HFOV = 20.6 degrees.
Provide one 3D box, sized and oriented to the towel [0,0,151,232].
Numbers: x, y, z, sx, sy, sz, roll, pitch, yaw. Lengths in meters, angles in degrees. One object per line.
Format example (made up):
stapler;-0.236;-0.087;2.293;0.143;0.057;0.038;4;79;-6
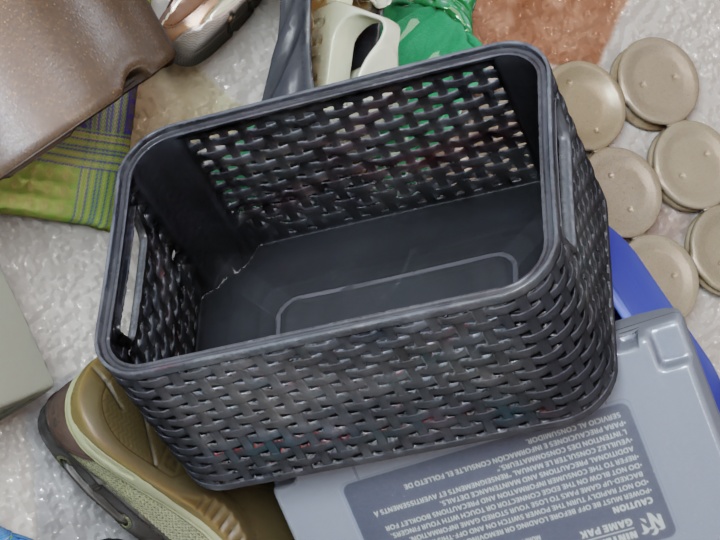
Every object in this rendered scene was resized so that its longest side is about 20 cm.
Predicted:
towel;-0.173;-0.124;0.966;0.142;0.023;0.202;8;75;-19

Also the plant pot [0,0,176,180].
plant pot;-0.194;-0.132;0.855;0.200;0.200;0.199;-37;99;-23

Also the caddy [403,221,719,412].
caddy;0.087;0.065;0.934;0.201;0.141;0.105;54;25;-3

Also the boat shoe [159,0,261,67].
boat shoe;-0.061;-0.188;0.999;0.071;0.076;0.201;31;60;-6

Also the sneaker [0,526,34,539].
sneaker;-0.189;0.195;0.857;0.104;0.076;0.202;21;80;-24

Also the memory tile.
memory tile;0.116;-0.031;1.051;0.199;0.017;0.154;-22;85;-22

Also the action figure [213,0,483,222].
action figure;0.002;-0.068;0.990;0.118;0.055;0.201;32;73;13

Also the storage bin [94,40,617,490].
storage bin;0.000;0.000;0.840;0.198;0.094;0.136;-13;49;18

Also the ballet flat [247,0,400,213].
ballet flat;-0.006;-0.125;0.935;0.072;0.073;0.202;11;78;-17

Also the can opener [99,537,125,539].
can opener;-0.111;0.220;0.887;0.063;0.079;0.202;8;87;-12

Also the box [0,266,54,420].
box;-0.225;0.058;0.821;0.200;0.082;0.069;-23;85;-56

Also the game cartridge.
game cartridge;0.069;0.106;0.877;0.198;0.042;0.134;-18;109;18

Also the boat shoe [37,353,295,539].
boat shoe;-0.065;0.110;0.927;0.200;0.065;0.073;44;54;-19
